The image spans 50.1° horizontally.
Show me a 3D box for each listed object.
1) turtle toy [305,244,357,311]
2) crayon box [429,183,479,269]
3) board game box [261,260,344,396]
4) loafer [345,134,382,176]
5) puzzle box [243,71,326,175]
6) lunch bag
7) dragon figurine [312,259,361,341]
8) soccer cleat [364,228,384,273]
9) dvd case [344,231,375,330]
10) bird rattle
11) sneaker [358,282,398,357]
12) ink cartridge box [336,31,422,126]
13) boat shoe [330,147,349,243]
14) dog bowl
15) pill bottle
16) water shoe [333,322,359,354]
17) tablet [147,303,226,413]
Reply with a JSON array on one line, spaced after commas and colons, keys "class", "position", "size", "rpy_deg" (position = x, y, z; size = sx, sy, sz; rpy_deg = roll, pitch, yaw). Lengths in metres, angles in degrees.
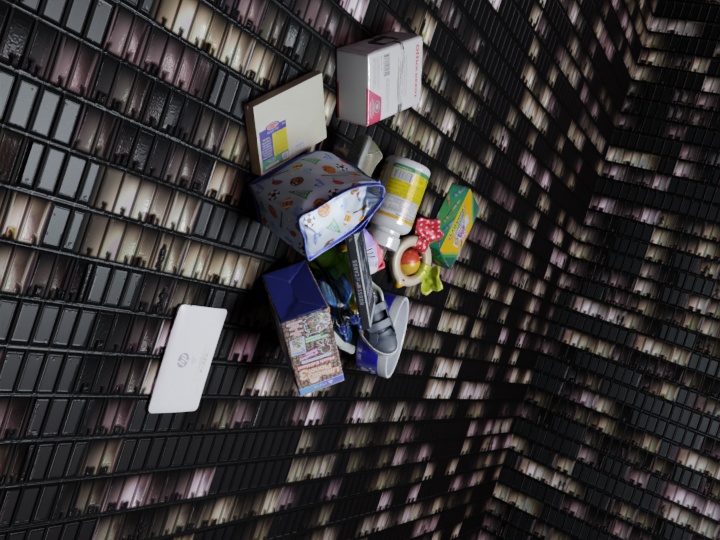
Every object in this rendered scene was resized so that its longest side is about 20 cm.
[{"class": "turtle toy", "position": [-0.059, 0.014, 1.631], "size": [0.146, 0.100, 0.202], "rpy_deg": [-100, -178, -53]}, {"class": "crayon box", "position": [0.252, -0.121, 2.121], "size": [0.201, 0.058, 0.119], "rpy_deg": [-63, 149, -14]}, {"class": "board game box", "position": [-0.114, 0.114, 1.530], "size": [0.096, 0.160, 0.201], "rpy_deg": [-18, 130, -10]}, {"class": "loafer", "position": [-0.007, -0.169, 1.535], "size": [0.069, 0.075, 0.202], "rpy_deg": [26, 86, -31]}, {"class": "puzzle box", "position": [-0.135, -0.276, 1.430], "size": [0.200, 0.025, 0.134], "rpy_deg": [-39, 138, -43]}, {"class": "lunch bag", "position": [-0.075, -0.133, 1.428], "size": [0.199, 0.170, 0.125], "rpy_deg": [-36, 139, -25]}, {"class": "dragon figurine", "position": [-0.049, 0.044, 1.501], "size": [0.058, 0.202, 0.100], "rpy_deg": [-18, 164, -10]}, {"class": "soccer cleat", "position": [0.018, -0.046, 1.710], "size": [0.200, 0.076, 0.067], "rpy_deg": [88, -11, -66]}, {"class": "dvd case", "position": [0.000, 0.000, 1.547], "size": [0.150, 0.024, 0.202], "rpy_deg": [-73, 154, -74]}, {"class": "bird rattle", "position": [0.144, -0.033, 1.961], "size": [0.162, 0.112, 0.202], "rpy_deg": [-18, 120, -35]}, {"class": "sneaker", "position": [0.026, 0.099, 1.739], "size": [0.078, 0.201, 0.079], "rpy_deg": [-26, 167, -24]}, {"class": "ink cartridge box", "position": [0.041, -0.400, 1.592], "size": [0.200, 0.084, 0.146], "rpy_deg": [-34, 134, -45]}, {"class": "boat shoe", "position": [-0.050, -0.152, 1.601], "size": [0.064, 0.072, 0.202], "rpy_deg": [-20, 117, -41]}, {"class": "dog bowl", "position": [0.055, 0.155, 1.878], "size": [0.200, 0.078, 0.202], "rpy_deg": [13, 90, -77]}, {"class": "pill bottle", "position": [0.078, -0.151, 1.765], "size": [0.113, 0.112, 0.202], "rpy_deg": [23, 86, -60]}, {"class": "water shoe", "position": [-0.053, 0.134, 1.761], "size": [0.080, 0.071, 0.200], "rpy_deg": [-69, 160, -9]}, {"class": "tablet", "position": [-0.312, 0.161, 1.398], "size": [0.130, 0.014, 0.202], "rpy_deg": [13, 94, -60]}]
